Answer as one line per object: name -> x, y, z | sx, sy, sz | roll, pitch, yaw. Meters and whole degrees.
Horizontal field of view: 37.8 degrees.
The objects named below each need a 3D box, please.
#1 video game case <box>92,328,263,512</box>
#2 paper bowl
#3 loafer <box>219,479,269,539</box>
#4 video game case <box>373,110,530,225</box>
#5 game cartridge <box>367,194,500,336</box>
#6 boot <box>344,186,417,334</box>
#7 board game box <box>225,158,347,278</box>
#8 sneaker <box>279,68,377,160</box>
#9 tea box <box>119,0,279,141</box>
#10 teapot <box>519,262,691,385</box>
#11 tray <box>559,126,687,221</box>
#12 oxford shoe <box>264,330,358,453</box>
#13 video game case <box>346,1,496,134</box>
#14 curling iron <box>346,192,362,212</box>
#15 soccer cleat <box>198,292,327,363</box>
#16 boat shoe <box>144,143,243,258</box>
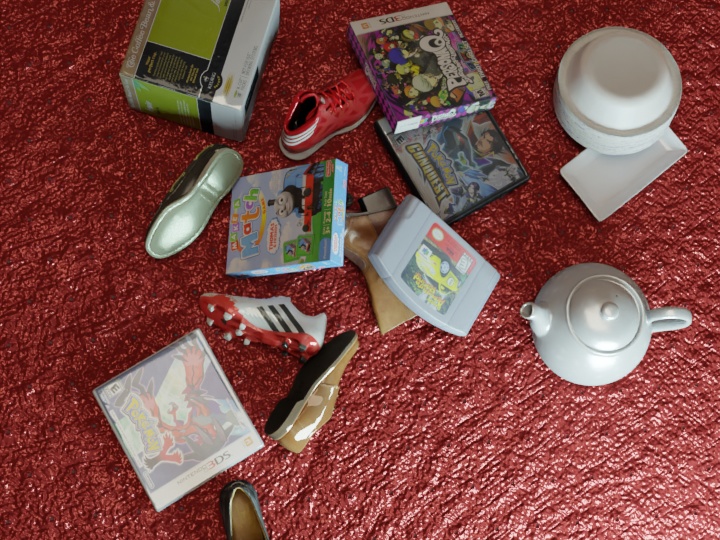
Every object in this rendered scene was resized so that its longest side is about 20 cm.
video game case -> -0.266, 0.216, 1.536 | 0.180, 0.023, 0.202 | -30, 81, -11
paper bowl -> 0.409, -0.295, 1.664 | 0.196, 0.105, 0.204 | -1, 68, 2
loafer -> -0.157, 0.396, 1.478 | 0.072, 0.072, 0.203 | -18, 80, -10
video game case -> 0.144, -0.188, 1.660 | 0.179, 0.026, 0.202 | -28, 80, -17
game cartridge -> 0.110, 0.000, 1.578 | 0.199, 0.041, 0.134 | 40, 73, -17
boot -> 0.000, 0.000, 1.600 | 0.186, 0.068, 0.203 | -23, 95, -11
board game box -> -0.111, -0.074, 1.555 | 0.197, 0.036, 0.154 | -7, 73, 35
sneaker -> -0.041, -0.256, 1.621 | 0.078, 0.116, 0.200 | 43, 77, 6
tea box -> -0.243, -0.336, 1.612 | 0.193, 0.134, 0.203 | 17, 75, -2
teapot -> 0.357, 0.073, 1.564 | 0.200, 0.146, 0.198 | -43, 84, -14
tray -> 0.422, -0.174, 1.693 | 0.199, 0.022, 0.108 | -37, 83, -12
oxford shoe -> -0.059, 0.178, 1.553 | 0.071, 0.071, 0.201 | 43, 75, -23
video game case -> 0.096, -0.323, 1.658 | 0.178, 0.036, 0.203 | -16, 67, -19
curling iron -> 0.034, -0.093, 1.635 | 0.196, 0.026, 0.051 | 13, 79, -2
soccer cleat -> -0.144, 0.069, 1.565 | 0.197, 0.069, 0.086 | 19, 51, 8
boat shoe -> -0.259, -0.107, 1.596 | 0.202, 0.060, 0.072 | -49, 129, -5
